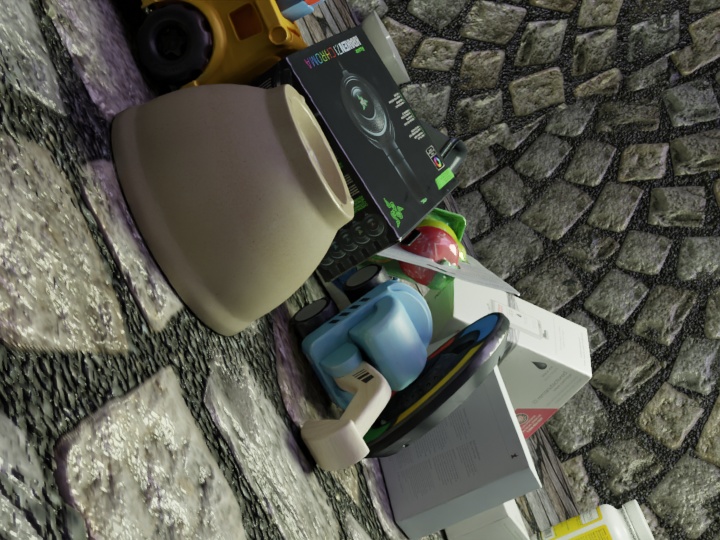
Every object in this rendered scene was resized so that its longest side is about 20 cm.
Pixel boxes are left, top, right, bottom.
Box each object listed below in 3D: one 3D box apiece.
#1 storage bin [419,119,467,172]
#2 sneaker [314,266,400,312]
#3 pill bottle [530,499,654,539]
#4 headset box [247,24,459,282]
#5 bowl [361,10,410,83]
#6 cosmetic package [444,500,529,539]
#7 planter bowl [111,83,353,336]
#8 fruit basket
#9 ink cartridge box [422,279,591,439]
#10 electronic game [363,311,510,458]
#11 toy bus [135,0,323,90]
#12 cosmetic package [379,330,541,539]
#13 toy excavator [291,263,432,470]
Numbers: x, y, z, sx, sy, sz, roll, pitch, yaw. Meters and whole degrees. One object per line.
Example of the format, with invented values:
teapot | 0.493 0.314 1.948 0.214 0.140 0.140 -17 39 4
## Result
storage bin | 0.200 -0.332 3.180 0.134 0.146 0.200 38 4 14
sneaker | 0.000 0.000 1.340 0.201 0.089 0.079 60 10 -15
pill bottle | 0.404 0.477 1.961 0.113 0.199 0.113 61 11 -20
headset box | -0.012 -0.107 1.055 0.201 0.092 0.174 58 30 -5
bowl | 0.066 -0.667 3.428 0.201 0.074 0.200 69 10 20
cosmetic package | 0.131 0.252 1.419 0.108 0.084 0.201 53 14 -54
planter bowl | -0.088 -0.068 0.907 0.201 0.134 0.200 60 10 -18
fruit basket | 0.054 -0.018 1.217 0.184 0.094 0.200 15 17 -20
ink cartridge box | 0.155 0.104 1.367 0.199 0.147 0.083 23 41 -17
electronic game | 0.068 0.111 1.106 0.042 0.200 0.200 47 11 -3
toy bus | -0.125 -0.269 1.055 0.201 0.191 0.136 63 11 2
cosmetic package | 0.092 0.171 1.219 0.052 0.150 0.201 54 15 -44
toy excavator | 0.003 0.090 1.052 0.100 0.194 0.200 61 -18 -19
